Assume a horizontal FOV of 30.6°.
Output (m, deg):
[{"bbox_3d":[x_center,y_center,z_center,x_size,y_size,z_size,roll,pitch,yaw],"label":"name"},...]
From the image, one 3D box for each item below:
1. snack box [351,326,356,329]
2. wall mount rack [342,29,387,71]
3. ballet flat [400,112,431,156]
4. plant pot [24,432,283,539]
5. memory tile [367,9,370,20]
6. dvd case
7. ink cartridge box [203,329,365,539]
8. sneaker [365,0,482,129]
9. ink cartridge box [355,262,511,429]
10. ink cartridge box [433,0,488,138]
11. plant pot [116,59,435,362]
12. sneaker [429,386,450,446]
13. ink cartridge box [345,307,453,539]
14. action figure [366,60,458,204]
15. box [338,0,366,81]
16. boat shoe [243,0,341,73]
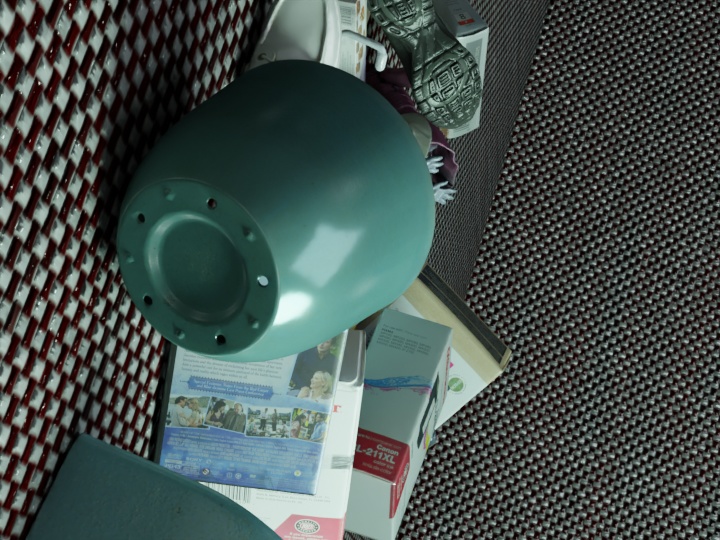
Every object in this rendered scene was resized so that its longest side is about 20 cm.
[{"bbox_3d":[-0.022,-0.024,1.495,0.169,0.068,0.200,-55,155,-61],"label":"snack box"},{"bbox_3d":[-0.041,-0.127,1.241,0.174,0.075,0.200,-66,176,34],"label":"wall mount rack"},{"bbox_3d":[0.020,-0.103,1.291,0.200,0.067,0.064,-66,146,-37],"label":"ballet flat"},{"bbox_3d":[-0.132,0.266,0.933,0.196,0.200,0.196,88,19,-55],"label":"plant pot"},{"bbox_3d":[0.008,-0.354,1.351,0.200,0.017,0.153,79,27,-67],"label":"memory tile"},{"bbox_3d":[-0.090,0.087,1.087,0.018,0.143,0.200,-104,-156,-70],"label":"dvd case"},{"bbox_3d":[-0.077,0.146,1.192,0.085,0.146,0.200,-85,-178,-54],"label":"ink cartridge box"},{"bbox_3d":[0.065,-0.239,1.365,0.200,0.076,0.091,62,5,-27],"label":"sneaker"},{"bbox_3d":[0.057,0.114,1.614,0.200,0.165,0.075,-44,-179,21],"label":"ink cartridge box"},{"bbox_3d":[0.078,-0.279,1.545,0.050,0.200,0.162,-24,146,-18],"label":"ink cartridge box"},{"bbox_3d":[-0.072,-0.029,0.905,0.161,0.200,0.201,-38,142,-55],"label":"plant pot"},{"bbox_3d":[0.045,0.204,1.541,0.074,0.081,0.200,1,106,-81],"label":"sneaker"},{"bbox_3d":[0.030,0.164,1.400,0.146,0.083,0.200,89,20,-54],"label":"ink cartridge box"},{"bbox_3d":[0.034,-0.163,1.470,0.200,0.149,0.134,64,-31,28],"label":"action figure"},{"bbox_3d":[-0.018,-0.211,1.342,0.200,0.041,0.039,90,17,-51],"label":"box"},{"bbox_3d":[-0.065,-0.146,1.086,0.069,0.071,0.200,-23,127,-79],"label":"boat shoe"}]
